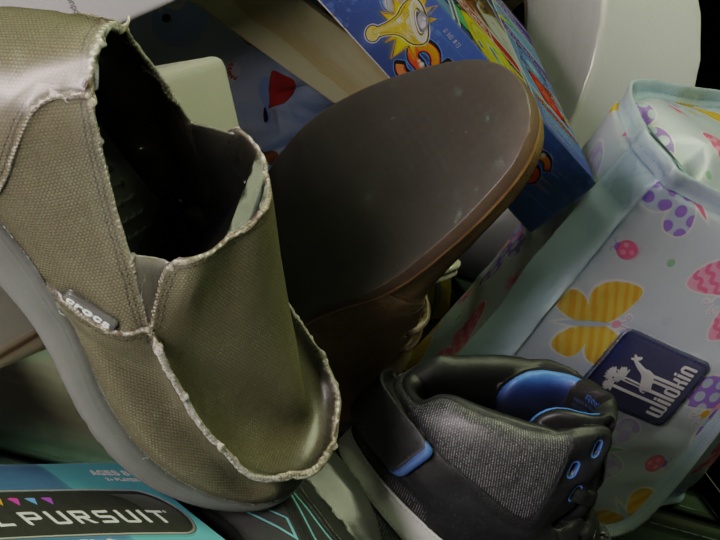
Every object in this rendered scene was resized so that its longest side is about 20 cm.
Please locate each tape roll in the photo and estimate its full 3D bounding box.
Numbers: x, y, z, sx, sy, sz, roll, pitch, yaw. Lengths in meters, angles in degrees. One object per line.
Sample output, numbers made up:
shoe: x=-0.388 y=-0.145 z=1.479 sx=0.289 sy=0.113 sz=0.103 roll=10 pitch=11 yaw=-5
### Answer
tape roll: x=0.064 y=-0.099 z=1.161 sx=0.071 sy=0.203 sz=0.203 roll=16 pitch=26 yaw=-39

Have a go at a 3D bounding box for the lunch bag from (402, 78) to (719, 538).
lunch bag: x=0.116 y=0.018 z=1.025 sx=0.127 sy=0.170 sz=0.200 roll=46 pitch=20 yaw=23

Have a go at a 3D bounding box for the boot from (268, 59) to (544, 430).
boot: x=0.000 y=0.000 z=0.849 sx=0.075 sy=0.200 sz=0.074 roll=21 pitch=42 yaw=-40

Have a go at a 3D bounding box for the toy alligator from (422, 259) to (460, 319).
toy alligator: x=0.006 y=0.017 z=0.976 sx=0.059 sy=0.055 sz=0.200 roll=0 pitch=4 yaw=-10

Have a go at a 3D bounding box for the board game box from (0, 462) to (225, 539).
board game box: x=-0.057 y=0.120 z=0.651 sx=0.200 sy=0.047 sz=0.151 roll=34 pitch=17 yaw=33

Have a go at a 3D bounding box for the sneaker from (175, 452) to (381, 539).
sneaker: x=-0.001 y=0.126 z=0.766 sx=0.200 sy=0.076 sz=0.079 roll=37 pitch=29 yaw=31

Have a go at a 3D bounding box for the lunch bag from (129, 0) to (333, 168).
lunch bag: x=-0.086 y=-0.110 z=1.073 sx=0.199 sy=0.124 sz=0.170 roll=19 pitch=25 yaw=-12

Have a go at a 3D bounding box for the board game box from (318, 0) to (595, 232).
board game box: x=0.007 y=-0.120 z=0.937 sx=0.200 sy=0.034 sz=0.136 roll=46 pitch=15 yaw=-29

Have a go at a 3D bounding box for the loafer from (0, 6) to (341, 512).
loafer: x=-0.055 y=0.001 z=0.707 sx=0.200 sy=0.069 sz=0.075 roll=52 pitch=40 yaw=-40

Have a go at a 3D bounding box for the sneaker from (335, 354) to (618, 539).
sneaker: x=0.079 y=0.099 z=0.867 sx=0.199 sy=0.112 sz=0.073 roll=26 pitch=22 yaw=-22

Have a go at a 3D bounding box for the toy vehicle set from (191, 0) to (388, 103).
toy vehicle set: x=-0.040 y=-0.144 z=1.018 sx=0.124 sy=0.027 sz=0.200 roll=34 pitch=22 yaw=-27

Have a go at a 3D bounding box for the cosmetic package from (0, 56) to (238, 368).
cosmetic package: x=-0.125 y=-0.012 z=0.764 sx=0.200 sy=0.103 sz=0.073 roll=-27 pitch=106 yaw=-59

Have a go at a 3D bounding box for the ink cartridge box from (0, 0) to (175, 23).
ink cartridge box: x=-0.159 y=-0.125 z=0.876 sx=0.145 sy=0.199 sz=0.084 roll=-107 pitch=173 yaw=-60
